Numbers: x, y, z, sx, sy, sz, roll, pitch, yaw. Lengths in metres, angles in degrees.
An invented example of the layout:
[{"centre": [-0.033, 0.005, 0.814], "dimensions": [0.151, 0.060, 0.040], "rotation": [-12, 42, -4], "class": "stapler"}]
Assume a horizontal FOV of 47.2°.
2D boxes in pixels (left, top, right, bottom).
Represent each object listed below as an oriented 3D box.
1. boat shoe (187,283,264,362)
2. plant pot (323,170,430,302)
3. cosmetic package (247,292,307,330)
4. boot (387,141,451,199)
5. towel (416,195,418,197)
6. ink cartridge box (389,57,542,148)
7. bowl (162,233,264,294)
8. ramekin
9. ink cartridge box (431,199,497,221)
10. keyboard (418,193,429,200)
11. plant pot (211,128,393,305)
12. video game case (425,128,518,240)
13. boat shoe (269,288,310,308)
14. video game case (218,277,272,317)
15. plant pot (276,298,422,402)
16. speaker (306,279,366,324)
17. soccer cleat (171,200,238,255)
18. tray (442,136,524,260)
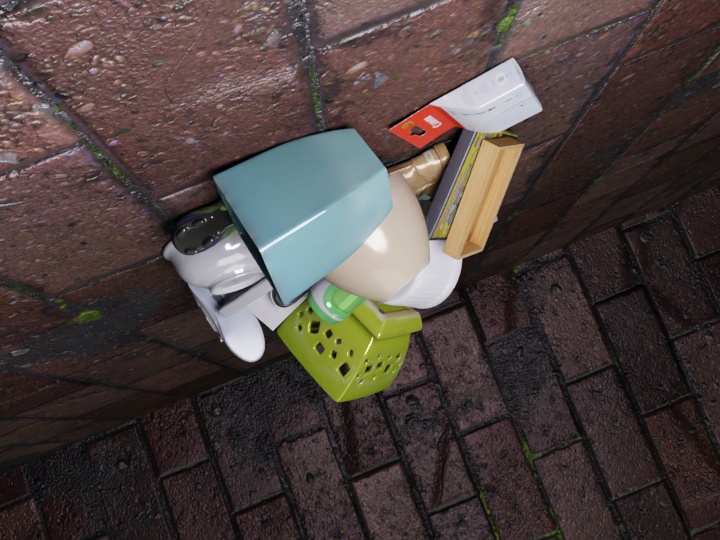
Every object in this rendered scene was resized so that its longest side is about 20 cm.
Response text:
[{"centre": [-0.251, 0.085, 1.514], "dimensions": [0.074, 0.202, 0.086], "rotation": [-40, 179, -18], "class": "boat shoe"}, {"centre": [0.029, -0.032, 1.251], "dimensions": [0.200, 0.135, 0.200], "rotation": [-42, 179, -1], "class": "plant pot"}, {"centre": [-0.125, 0.010, 1.528], "dimensions": [0.200, 0.082, 0.051], "rotation": [-43, -157, 12], "class": "cosmetic package"}, {"centre": [0.062, -0.130, 1.398], "dimensions": [0.198, 0.067, 0.176], "rotation": [-24, 148, 2], "class": "boot"}, {"centre": [0.046, -0.131, 1.520], "dimensions": [0.151, 0.024, 0.200], "rotation": [-21, 169, -11], "class": "towel"}, {"centre": [0.157, -0.222, 1.197], "dimensions": [0.198, 0.048, 0.160], "rotation": [-28, 169, 18], "class": "ink cartridge box"}, {"centre": [-0.214, -0.020, 1.345], "dimensions": [0.198, 0.092, 0.201], "rotation": [-21, 171, -4], "class": "bowl"}, {"centre": [0.081, -0.029, 1.516], "dimensions": [0.097, 0.203, 0.200], "rotation": [-1, 159, -43], "class": "ramekin"}, {"centre": [0.173, -0.097, 1.792], "dimensions": [0.146, 0.084, 0.199], "rotation": [-11, 165, -46], "class": "ink cartridge box"}, {"centre": [0.121, -0.142, 1.637], "dimensions": [0.056, 0.011, 0.200], "rotation": [-24, 172, -30], "class": "keyboard"}, {"centre": [-0.064, -0.088, 1.092], "dimensions": [0.198, 0.142, 0.142], "rotation": [-32, 150, -9], "class": "plant pot"}, {"centre": [0.183, -0.146, 1.382], "dimensions": [0.180, 0.025, 0.202], "rotation": [-6, 122, -59], "class": "video game case"}, {"centre": [-0.090, -0.007, 1.463], "dimensions": [0.200, 0.074, 0.062], "rotation": [-46, -155, 14], "class": "boat shoe"}, {"centre": [-0.147, -0.015, 1.440], "dimensions": [0.199, 0.024, 0.183], "rotation": [-30, -159, 38], "class": "video game case"}, {"centre": [-0.008, 0.111, 1.601], "dimensions": [0.199, 0.199, 0.182], "rotation": [-3, 133, -57], "class": "plant pot"}, {"centre": [0.000, 0.000, 1.403], "dimensions": [0.200, 0.089, 0.088], "rotation": [-44, 163, 18], "class": "speaker"}, {"centre": [-0.184, -0.085, 1.201], "dimensions": [0.198, 0.065, 0.084], "rotation": [-25, -160, -6], "class": "soccer cleat"}, {"centre": [0.204, -0.122, 1.375], "dimensions": [0.098, 0.037, 0.202], "rotation": [-19, 133, -54], "class": "tray"}]
